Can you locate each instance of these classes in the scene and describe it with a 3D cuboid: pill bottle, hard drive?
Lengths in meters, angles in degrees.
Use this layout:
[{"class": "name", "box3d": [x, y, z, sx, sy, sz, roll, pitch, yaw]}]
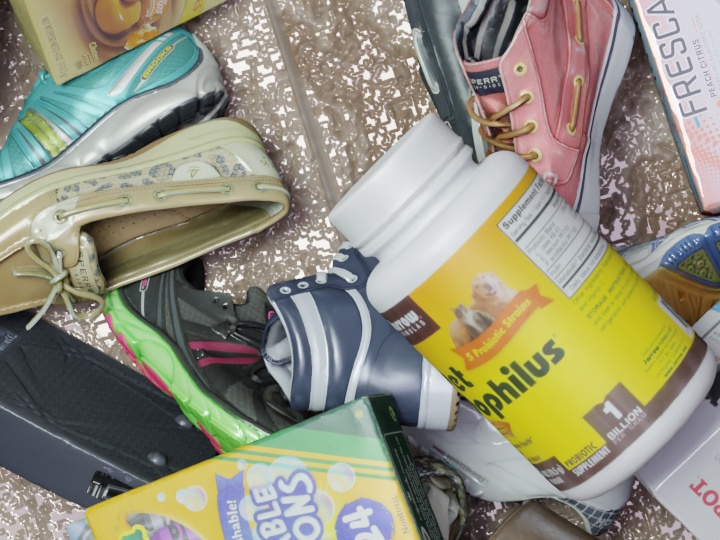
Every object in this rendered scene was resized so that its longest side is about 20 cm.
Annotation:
[{"class": "pill bottle", "box3d": [0.080, 0.016, 1.291, 0.200, 0.109, 0.109, 45, 93, -4]}, {"class": "hard drive", "box3d": [-0.179, 0.075, 1.425, 0.200, 0.135, 0.042, 28, 108, 1]}]

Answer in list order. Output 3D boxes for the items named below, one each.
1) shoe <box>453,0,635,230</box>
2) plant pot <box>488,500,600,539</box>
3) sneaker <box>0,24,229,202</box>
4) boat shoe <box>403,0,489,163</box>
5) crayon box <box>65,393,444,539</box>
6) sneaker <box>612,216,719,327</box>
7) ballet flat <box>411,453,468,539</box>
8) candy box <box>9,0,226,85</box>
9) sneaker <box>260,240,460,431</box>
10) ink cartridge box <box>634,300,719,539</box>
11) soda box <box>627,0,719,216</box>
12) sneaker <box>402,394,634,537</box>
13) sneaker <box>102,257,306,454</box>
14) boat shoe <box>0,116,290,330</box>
[{"class": "shoe", "box3d": [0.086, -0.079, 1.375, 0.091, 0.071, 0.200, 30, 67, -37]}, {"class": "plant pot", "box3d": [0.129, 0.242, 1.367, 0.198, 0.200, 0.200, 34, 92, 12]}, {"class": "sneaker", "box3d": [-0.173, -0.075, 1.467, 0.200, 0.078, 0.080, -31, 67, -1]}, {"class": "boat shoe", "box3d": [0.066, -0.121, 1.440, 0.060, 0.076, 0.200, -2, 99, 43]}, {"class": "crayon box", "box3d": [-0.057, 0.159, 1.318, 0.200, 0.052, 0.126, -23, 83, 15]}, {"class": "sneaker", "box3d": [0.156, 0.005, 1.421, 0.200, 0.088, 0.075, -19, 118, -17]}, {"class": "ballet flat", "box3d": [0.003, 0.184, 1.366, 0.072, 0.072, 0.200, 26, 68, 6]}, {"class": "candy box", "box3d": [-0.151, -0.205, 1.381, 0.115, 0.200, 0.055, -29, 53, -11]}, {"class": "sneaker", "box3d": [0.000, 0.000, 1.392, 0.108, 0.070, 0.200, 2, 50, -2]}, {"class": "ink cartridge box", "box3d": [0.252, 0.074, 1.374, 0.200, 0.086, 0.148, -45, 121, 2]}, {"class": "soda box", "box3d": [0.194, -0.134, 1.425, 0.068, 0.064, 0.200, -19, 88, 5]}, {"class": "sneaker", "box3d": [0.061, 0.088, 1.433, 0.200, 0.076, 0.081, 20, 114, 12]}, {"class": "sneaker", "box3d": [-0.067, 0.055, 1.418, 0.084, 0.077, 0.200, -42, 61, -8]}, {"class": "boat shoe", "box3d": [-0.139, -0.022, 1.421, 0.200, 0.073, 0.063, -27, 52, -6]}]
